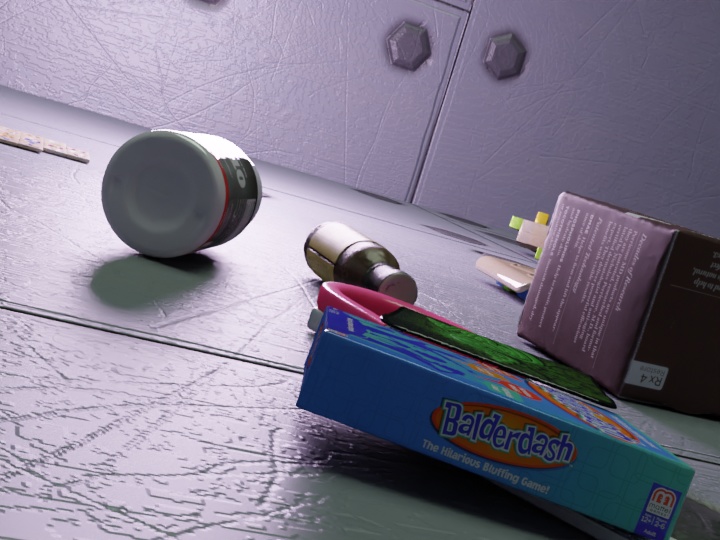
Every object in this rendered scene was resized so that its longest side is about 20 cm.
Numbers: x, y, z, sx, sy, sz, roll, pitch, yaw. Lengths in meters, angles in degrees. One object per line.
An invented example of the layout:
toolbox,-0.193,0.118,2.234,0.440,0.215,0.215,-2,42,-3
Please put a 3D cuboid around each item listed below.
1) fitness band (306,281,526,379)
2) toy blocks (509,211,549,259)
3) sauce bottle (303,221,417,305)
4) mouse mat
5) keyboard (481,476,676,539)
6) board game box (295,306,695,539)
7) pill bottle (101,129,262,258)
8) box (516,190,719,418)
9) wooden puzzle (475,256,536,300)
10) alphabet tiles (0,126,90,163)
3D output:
fitness band,0.043,0.055,0.868,0.144,0.037,0.200,13,10,-34
toy blocks,0.431,-0.056,2.425,0.200,0.100,0.137,19,-4,16
sauce bottle,0.000,0.000,1.076,0.065,0.065,0.200,14,10,-23
mouse mat,0.097,0.057,0.781,0.161,0.008,0.200,20,2,6
keyboard,0.126,0.131,0.592,0.200,0.011,0.056,23,10,38
board game box,0.066,0.079,0.614,0.200,0.045,0.152,21,2,-3
pill bottle,-0.162,-0.076,1.054,0.114,0.114,0.200,18,8,5
box,0.292,0.032,1.099,0.166,0.164,0.200,14,8,-25
wooden puzzle,0.283,0.032,1.579,0.200,0.046,0.185,10,9,-17
alphabet tiles,-0.486,-0.188,1.562,0.200,0.008,0.167,14,8,-18
